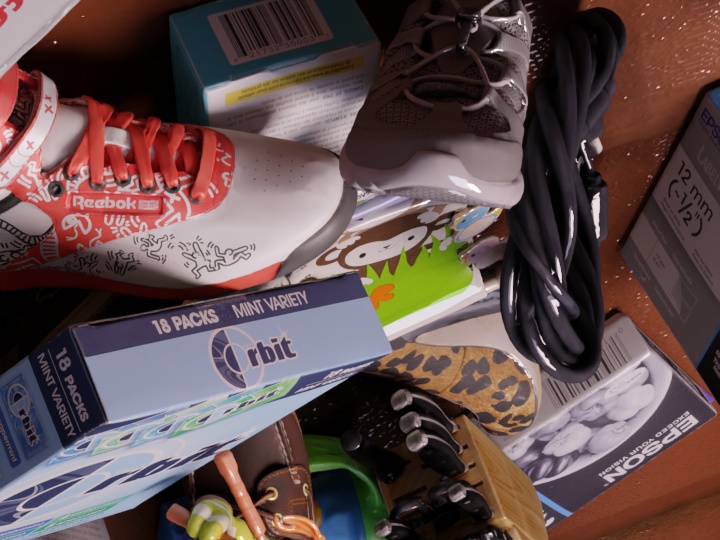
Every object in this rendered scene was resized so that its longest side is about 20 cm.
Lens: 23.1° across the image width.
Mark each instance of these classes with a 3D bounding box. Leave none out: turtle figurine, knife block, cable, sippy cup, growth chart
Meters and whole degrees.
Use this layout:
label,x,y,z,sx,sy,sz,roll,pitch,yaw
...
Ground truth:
label,x,y,z,sx,sy,sz,roll,pitch,yaw
turtle figurine,-0.077,0.153,0.883,0.161,0.064,0.200,-12,135,19
knife block,0.049,0.122,1.024,0.064,0.200,0.176,-25,108,10
cable,0.100,-0.036,0.816,0.051,0.200,0.163,10,107,9
sippy cup,-0.053,0.180,1.062,0.130,0.178,0.140,-5,-175,-14
growth chart,0.000,0.000,0.834,0.145,0.018,0.200,-28,157,9

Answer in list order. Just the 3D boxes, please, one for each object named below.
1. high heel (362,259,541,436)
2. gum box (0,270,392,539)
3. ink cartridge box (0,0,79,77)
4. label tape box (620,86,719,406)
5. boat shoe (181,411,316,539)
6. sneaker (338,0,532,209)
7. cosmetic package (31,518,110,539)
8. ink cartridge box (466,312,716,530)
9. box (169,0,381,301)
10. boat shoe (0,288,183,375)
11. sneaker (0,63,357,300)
label,x,y,z,sx,sy,sz,roll,pitch,yaw
high heel,0.031,0.052,1.011,0.142,0.072,0.200,-9,150,-3
gum box,-0.111,0.070,0.772,0.200,0.045,0.170,-34,165,38
ink cartridge box,-0.206,-0.120,0.571,0.146,0.083,0.200,-40,145,18
label tape box,0.231,-0.027,0.953,0.066,0.143,0.200,-11,144,-24
boat shoe,-0.055,0.138,0.953,0.070,0.070,0.200,-15,105,0
sneaker,0.034,-0.084,0.727,0.075,0.200,0.082,7,114,1
cosmetic package,-0.171,0.214,0.948,0.071,0.200,0.101,-39,144,20
ink cartridge box,0.140,0.126,1.195,0.198,0.043,0.200,-36,147,12
box,-0.039,-0.044,0.825,0.082,0.049,0.200,-17,146,-15
boat shoe,-0.147,0.025,0.827,0.201,0.066,0.072,-45,162,31
sneaker,-0.109,-0.042,0.711,0.201,0.067,0.108,-4,147,14
